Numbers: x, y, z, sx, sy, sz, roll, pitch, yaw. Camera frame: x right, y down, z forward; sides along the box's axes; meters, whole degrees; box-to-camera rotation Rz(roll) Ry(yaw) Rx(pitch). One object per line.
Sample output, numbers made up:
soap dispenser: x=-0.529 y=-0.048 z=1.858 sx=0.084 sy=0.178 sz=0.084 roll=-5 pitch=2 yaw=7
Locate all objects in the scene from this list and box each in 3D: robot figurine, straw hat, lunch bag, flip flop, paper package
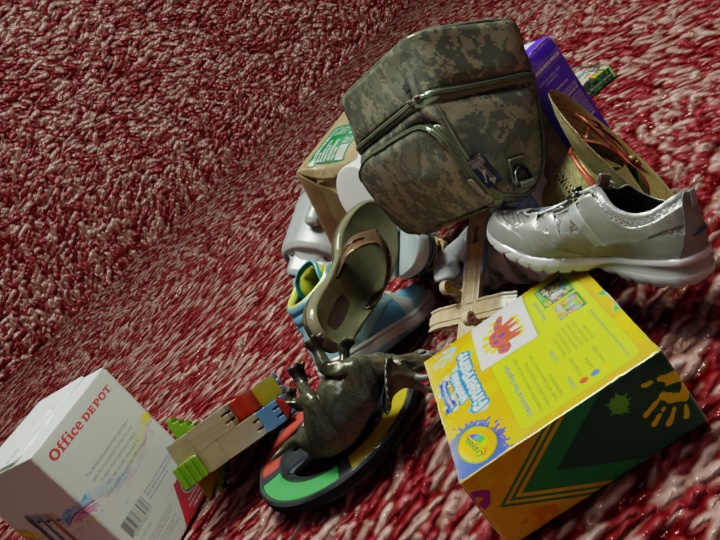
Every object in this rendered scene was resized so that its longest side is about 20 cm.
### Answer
robot figurine: x=-0.051 y=-0.064 z=1.322 sx=0.112 sy=0.170 sz=0.201 roll=11 pitch=63 yaw=11
straw hat: x=0.218 y=-0.074 z=0.810 sx=0.085 sy=0.201 sz=0.201 roll=-47 pitch=14 yaw=24
lunch bag: x=0.084 y=-0.129 z=0.840 sx=0.139 sy=0.169 sz=0.200 roll=-17 pitch=-2 yaw=-26
flip flop: x=0.000 y=0.000 z=0.907 sx=0.058 sy=0.081 sz=0.200 roll=-36 pitch=19 yaw=44
paper package: x=0.022 y=-0.124 z=1.240 sx=0.103 sy=0.191 sz=0.200 roll=-8 pitch=33 yaw=32

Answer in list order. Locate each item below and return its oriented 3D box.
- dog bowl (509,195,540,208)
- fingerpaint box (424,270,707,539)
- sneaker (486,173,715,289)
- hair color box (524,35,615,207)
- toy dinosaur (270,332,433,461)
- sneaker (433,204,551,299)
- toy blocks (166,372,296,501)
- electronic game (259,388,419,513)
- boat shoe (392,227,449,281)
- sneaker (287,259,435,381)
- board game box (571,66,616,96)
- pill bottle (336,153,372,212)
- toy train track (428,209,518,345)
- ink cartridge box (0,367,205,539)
dog bowl: x=0.214 y=-0.131 z=1.128 sx=0.111 sy=0.050 sz=0.200 roll=-37 pitch=19 yaw=7
fingerpaint box: x=0.147 y=0.094 z=0.684 sx=0.167 sy=0.073 sz=0.200 roll=-36 pitch=17 yaw=8
sneaker: x=0.194 y=-0.043 z=0.716 sx=0.199 sy=0.082 sz=0.075 roll=8 pitch=25 yaw=41
hair color box: x=0.205 y=-0.141 z=0.925 sx=0.065 sy=0.200 sz=0.109 roll=-46 pitch=18 yaw=-18
toy dinosaur: x=-0.025 y=0.126 z=0.819 sx=0.200 sy=0.077 sz=0.102 roll=-44 pitch=57 yaw=10
sneaker: x=0.149 y=-0.001 z=0.918 sx=0.115 sy=0.075 sz=0.200 roll=-47 pitch=24 yaw=5
toy blocks: x=-0.133 y=0.173 z=0.987 sx=0.136 sy=0.100 sz=0.200 roll=-35 pitch=-4 yaw=0
electronic game: x=-0.024 y=0.167 z=0.891 sx=0.200 sy=0.042 sz=0.200 roll=-34 pitch=19 yaw=14
boat shoe: x=0.074 y=-0.023 z=1.031 sx=0.200 sy=0.090 sz=0.071 roll=-177 pitch=94 yaw=-77
sneaker: x=-0.001 y=0.029 z=0.981 sx=0.079 sy=0.131 sz=0.200 roll=-31 pitch=2 yaw=42
board game box: x=0.305 y=-0.278 z=1.347 sx=0.105 sy=0.023 sz=0.200 roll=-42 pitch=18 yaw=-2
pill bottle: x=0.066 y=-0.134 z=1.094 sx=0.200 sy=0.113 sz=0.112 roll=-33 pitch=12 yaw=-34
toy train track: x=0.107 y=-0.002 z=0.875 sx=0.114 sy=0.032 sz=0.201 roll=-18 pitch=54 yaw=46
ink cartridge box: x=-0.305 y=0.244 z=0.994 sx=0.144 sy=0.200 sz=0.146 roll=-25 pitch=22 yaw=35
